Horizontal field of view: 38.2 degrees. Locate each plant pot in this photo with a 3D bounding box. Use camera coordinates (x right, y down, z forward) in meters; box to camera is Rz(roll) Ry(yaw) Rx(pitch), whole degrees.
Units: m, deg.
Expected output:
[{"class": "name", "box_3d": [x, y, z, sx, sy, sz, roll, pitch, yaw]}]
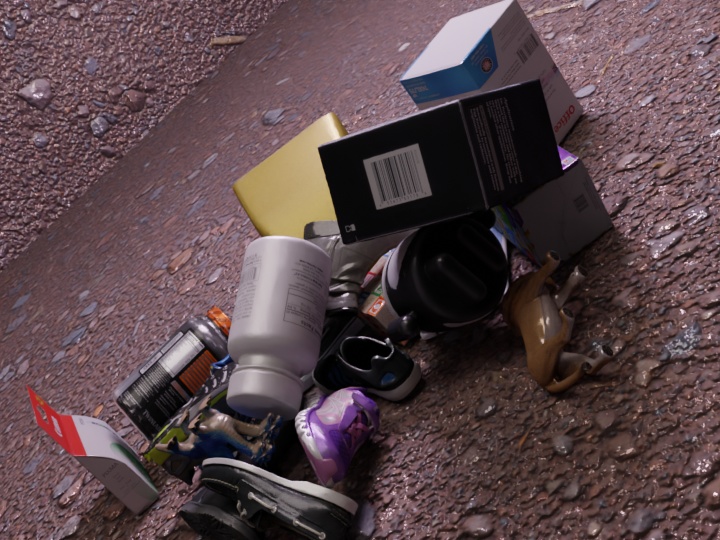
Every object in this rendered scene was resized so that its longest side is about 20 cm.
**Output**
[{"class": "plant pot", "box_3d": [-0.044, -0.066, 1.534, 0.193, 0.196, 0.201, -35, 40, 7]}]

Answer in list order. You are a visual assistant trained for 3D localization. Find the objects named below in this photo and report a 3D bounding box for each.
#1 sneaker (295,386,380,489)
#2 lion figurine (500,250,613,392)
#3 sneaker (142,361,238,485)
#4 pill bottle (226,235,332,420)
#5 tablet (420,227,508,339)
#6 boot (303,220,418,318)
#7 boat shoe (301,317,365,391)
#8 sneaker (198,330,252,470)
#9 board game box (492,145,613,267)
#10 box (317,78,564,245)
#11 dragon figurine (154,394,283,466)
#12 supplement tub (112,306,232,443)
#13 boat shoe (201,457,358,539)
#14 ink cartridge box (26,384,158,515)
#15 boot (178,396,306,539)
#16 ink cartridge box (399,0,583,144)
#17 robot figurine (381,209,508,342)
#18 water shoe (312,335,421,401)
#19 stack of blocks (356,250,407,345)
[{"class": "sneaker", "box_3d": [-0.020, 0.178, 1.180, 0.087, 0.082, 0.200, -21, 8, 5]}, {"class": "lion figurine", "box_3d": [0.197, 0.066, 1.101, 0.123, 0.071, 0.202, -56, 19, 36]}, {"class": "sneaker", "box_3d": [-0.187, 0.193, 1.337, 0.200, 0.081, 0.074, -43, 13, 15]}, {"class": "pill bottle", "box_3d": [-0.102, 0.072, 1.263, 0.113, 0.114, 0.204, -16, 55, 40]}, {"class": "tablet", "box_3d": [0.137, 0.004, 1.359, 0.129, 0.014, 0.201, -29, 26, 23]}, {"class": "boot", "box_3d": [0.000, 0.000, 1.347, 0.197, 0.068, 0.133, -8, 64, 32]}, {"class": "boat shoe", "box_3d": [-0.066, 0.091, 1.423, 0.200, 0.071, 0.072, -48, 27, -11]}, {"class": "sneaker", "box_3d": [-0.181, 0.171, 1.400, 0.203, 0.081, 0.074, -64, 23, -3]}, {"class": "board game box", "box_3d": [0.211, -0.099, 1.304, 0.102, 0.106, 0.200, -35, 27, -1]}, {"class": "box", "box_3d": [0.092, -0.122, 1.159, 0.194, 0.120, 0.199, -12, 7, 37]}, {"class": "dragon figurine", "box_3d": [-0.173, 0.211, 1.233, 0.199, 0.099, 0.059, -36, 19, 38]}, {"class": "supplement tub", "box_3d": [-0.252, 0.156, 1.514, 0.200, 0.123, 0.122, -43, 25, -11]}, {"class": "boat shoe", "box_3d": [-0.100, 0.255, 1.135, 0.197, 0.076, 0.061, 7, 63, 31]}, {"class": "ink cartridge box", "box_3d": [-0.377, 0.237, 1.456, 0.050, 0.201, 0.161, -41, 25, -9]}, {"class": "boot", "box_3d": [-0.116, 0.238, 1.268, 0.163, 0.066, 0.200, 1, 42, 52]}, {"class": "ink cartridge box", "box_3d": [0.189, -0.250, 1.490, 0.147, 0.201, 0.145, -50, 26, -25]}, {"class": "robot figurine", "box_3d": [0.095, 0.005, 1.207, 0.147, 0.127, 0.200, -13, -6, -16]}, {"class": "water shoe", "box_3d": [-0.003, 0.110, 1.296, 0.198, 0.079, 0.072, -5, 41, 51]}, {"class": "stack of blocks", "box_3d": [0.077, -0.006, 1.370, 0.201, 0.059, 0.115, -51, 21, -10]}]
